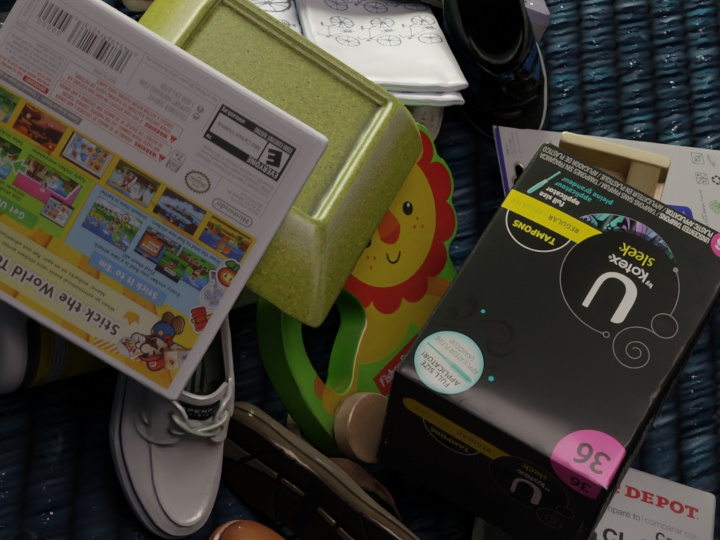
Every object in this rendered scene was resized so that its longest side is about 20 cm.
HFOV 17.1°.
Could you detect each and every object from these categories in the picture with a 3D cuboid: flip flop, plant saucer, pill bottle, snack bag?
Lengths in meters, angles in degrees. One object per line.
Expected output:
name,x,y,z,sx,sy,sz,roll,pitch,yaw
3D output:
flip flop,-0.013,0.154,1.543,0.200,0.081,0.058,41,40,10
plant saucer,-0.065,-0.090,1.486,0.199,0.048,0.200,33,44,-3
pill bottle,-0.161,0.004,1.539,0.199,0.112,0.112,-14,67,-30
snack bag,-0.037,-0.166,1.687,0.199,0.021,0.189,1,30,-11

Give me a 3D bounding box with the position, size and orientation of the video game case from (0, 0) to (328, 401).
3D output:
video game case,-0.149,-0.050,1.411,0.199,0.023,0.182,31,96,-3

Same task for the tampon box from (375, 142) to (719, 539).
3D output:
tampon box,0.125,0.053,1.519,0.149,0.126,0.200,28,61,10

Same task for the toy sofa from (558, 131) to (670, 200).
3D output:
toy sofa,0.153,0.014,1.671,0.082,0.098,0.201,14,70,6

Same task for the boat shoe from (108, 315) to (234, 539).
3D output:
boat shoe,-0.113,0.076,1.477,0.073,0.067,0.201,-14,108,-30

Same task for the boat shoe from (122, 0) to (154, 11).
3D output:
boat shoe,-0.116,-0.249,1.743,0.071,0.063,0.200,32,36,4

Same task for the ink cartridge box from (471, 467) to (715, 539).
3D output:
ink cartridge box,0.144,0.225,1.556,0.145,0.083,0.201,18,56,-12

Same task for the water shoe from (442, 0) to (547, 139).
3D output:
water shoe,0.091,-0.158,1.710,0.071,0.201,0.079,-13,39,7

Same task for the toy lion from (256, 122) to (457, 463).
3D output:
toy lion,0.000,0.000,1.583,0.200,0.068,0.192,-45,117,-35

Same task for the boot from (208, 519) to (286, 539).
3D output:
boot,-0.005,0.208,1.455,0.074,0.155,0.200,-32,77,-35

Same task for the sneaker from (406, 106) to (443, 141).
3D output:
sneaker,-0.001,-0.106,1.709,0.084,0.075,0.200,6,33,21

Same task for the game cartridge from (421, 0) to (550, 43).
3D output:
game cartridge,0.041,-0.236,1.788,0.199,0.039,0.130,19,26,-13

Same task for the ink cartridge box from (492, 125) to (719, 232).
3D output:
ink cartridge box,0.186,-0.049,1.771,0.199,0.039,0.100,6,59,-22

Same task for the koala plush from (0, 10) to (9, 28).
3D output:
koala plush,-0.246,-0.265,1.644,0.177,0.184,0.200,45,42,6
